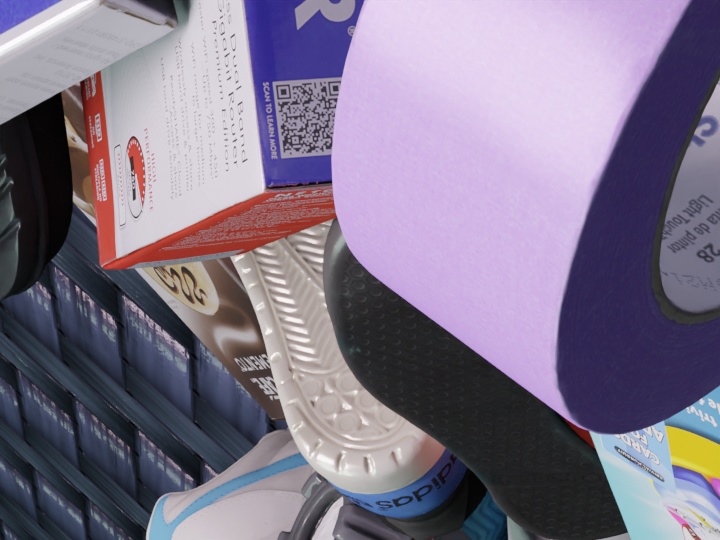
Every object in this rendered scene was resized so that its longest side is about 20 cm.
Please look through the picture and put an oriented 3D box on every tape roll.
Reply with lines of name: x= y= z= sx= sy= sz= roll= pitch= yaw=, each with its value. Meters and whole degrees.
tape roll: x=0.083 y=-0.063 z=0.599 sx=0.066 sy=0.200 sz=0.200 roll=35 pitch=160 yaw=24

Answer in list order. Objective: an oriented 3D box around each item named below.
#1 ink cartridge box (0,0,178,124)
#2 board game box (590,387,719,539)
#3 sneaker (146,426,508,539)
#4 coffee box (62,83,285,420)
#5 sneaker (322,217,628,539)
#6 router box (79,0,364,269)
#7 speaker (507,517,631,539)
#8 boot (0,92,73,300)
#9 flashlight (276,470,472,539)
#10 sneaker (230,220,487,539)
ink cartridge box: x=-0.157 y=-0.116 z=0.773 sx=0.047 sy=0.200 sz=0.198 roll=18 pitch=-128 yaw=-55
board game box: x=0.142 y=0.082 z=0.799 sx=0.151 sy=0.047 sz=0.200 roll=29 pitch=154 yaw=40
sneaker: x=0.004 y=0.092 z=1.151 sx=0.081 sy=0.200 sz=0.077 roll=32 pitch=131 yaw=42
coffee box: x=-0.060 y=-0.033 z=1.180 sx=0.200 sy=0.080 sz=0.113 roll=48 pitch=161 yaw=-10
sneaker: x=0.041 y=-0.003 z=0.860 sx=0.067 sy=0.108 sz=0.201 roll=-15 pitch=144 yaw=19
router box: x=-0.041 y=-0.110 z=0.756 sx=0.179 sy=0.049 sz=0.201 roll=160 pitch=103 yaw=-70
speaker: x=0.095 y=0.073 z=1.072 sx=0.081 sy=0.081 sz=0.200 roll=37 pitch=161 yaw=22
boot: x=-0.094 y=-0.104 z=0.884 sx=0.076 sy=0.168 sz=0.201 roll=-26 pitch=85 yaw=50
flashlight: x=0.065 y=0.140 z=1.055 sx=0.200 sy=0.068 sz=0.068 roll=26 pitch=152 yaw=-17
sneaker: x=-0.001 y=0.000 z=0.966 sx=0.111 sy=0.077 sz=0.200 roll=55 pitch=-164 yaw=-61
